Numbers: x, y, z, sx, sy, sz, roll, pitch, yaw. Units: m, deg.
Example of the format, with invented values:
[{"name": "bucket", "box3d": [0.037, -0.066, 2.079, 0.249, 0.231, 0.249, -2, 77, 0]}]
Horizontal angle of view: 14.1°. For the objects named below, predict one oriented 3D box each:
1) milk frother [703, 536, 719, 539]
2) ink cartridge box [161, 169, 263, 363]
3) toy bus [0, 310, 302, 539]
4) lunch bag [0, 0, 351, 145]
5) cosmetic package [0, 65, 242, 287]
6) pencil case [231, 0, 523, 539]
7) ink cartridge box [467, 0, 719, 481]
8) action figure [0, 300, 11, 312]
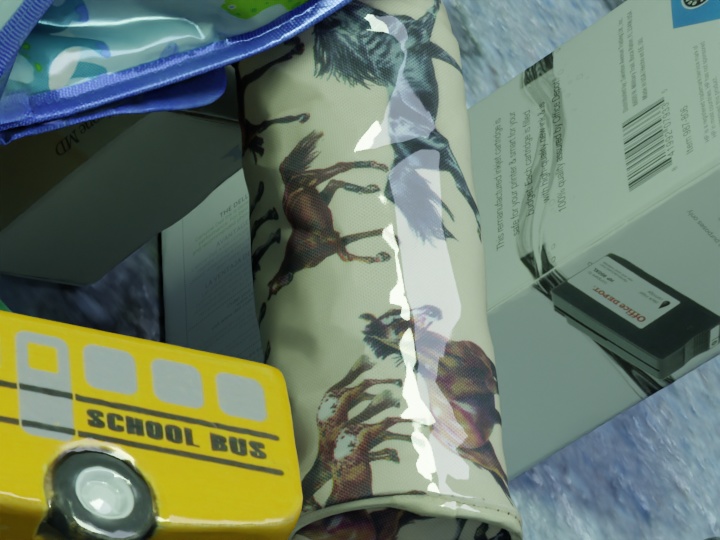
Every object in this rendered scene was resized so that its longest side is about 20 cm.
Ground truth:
[{"name": "milk frother", "box3d": [0.187, 0.201, 1.049, 0.188, 0.200, 0.181, 47, 31, -15]}, {"name": "ink cartridge box", "box3d": [-0.018, -0.017, 1.061, 0.059, 0.104, 0.201, 36, 32, -34]}, {"name": "toy bus", "box3d": [-0.117, 0.052, 0.783, 0.199, 0.065, 0.079, 12, 46, -24]}, {"name": "lunch bag", "box3d": [-0.081, -0.141, 0.874, 0.170, 0.199, 0.128, 44, -21, 31]}, {"name": "cosmetic package", "box3d": [-0.116, -0.107, 1.003, 0.071, 0.105, 0.201, 9, 50, -54]}, {"name": "pencil case", "box3d": [0.000, 0.000, 0.907, 0.077, 0.089, 0.201, 4, 64, -23]}, {"name": "ink cartridge box", "box3d": [0.108, -0.028, 1.179, 0.084, 0.199, 0.145, 43, 29, -28]}, {"name": "action figure", "box3d": [-0.179, -0.010, 0.844, 0.200, 0.055, 0.118, 40, 32, -20]}]
